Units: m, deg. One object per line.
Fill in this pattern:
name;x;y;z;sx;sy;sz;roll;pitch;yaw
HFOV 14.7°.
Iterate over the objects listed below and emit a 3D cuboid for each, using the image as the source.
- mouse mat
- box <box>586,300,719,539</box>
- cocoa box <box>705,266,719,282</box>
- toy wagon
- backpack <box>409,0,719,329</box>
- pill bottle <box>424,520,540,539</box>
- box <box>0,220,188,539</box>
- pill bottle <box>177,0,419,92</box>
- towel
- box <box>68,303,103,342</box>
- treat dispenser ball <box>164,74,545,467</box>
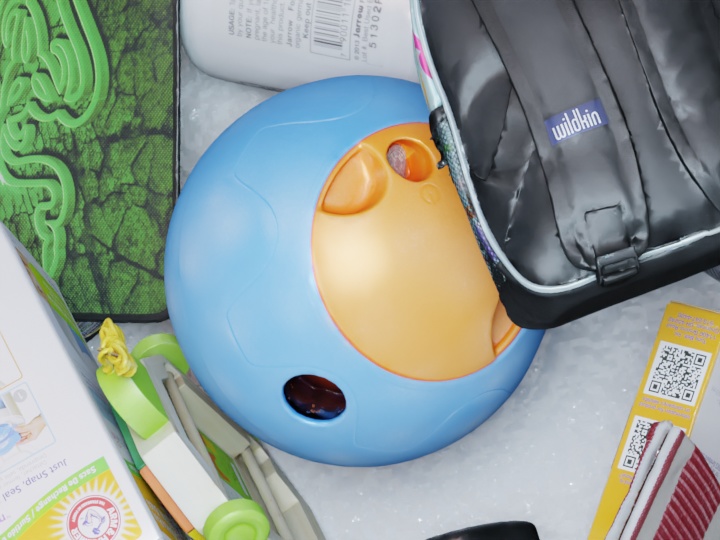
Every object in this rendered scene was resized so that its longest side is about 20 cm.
mouse mat;-0.170;-0.072;1.511;0.161;0.008;0.200;1;91;22
box;0.158;0.127;1.394;0.041;0.119;0.200;17;81;32
cocoa box;0.166;-0.092;1.440;0.200;0.133;0.131;33;86;19
toy wagon;-0.080;0.096;1.424;0.040;0.200;0.155;-40;39;7
backpack;0.114;-0.089;1.299;0.177;0.151;0.200;-21;81;-2
pill bottle;0.074;0.233;1.398;0.112;0.112;0.200;-18;73;10
box;-0.173;0.093;1.424;0.101;0.113;0.200;-30;68;0
pill bottle;-0.041;-0.155;1.520;0.200;0.114;0.115;12;80;17
towel;0.146;0.178;1.334;0.023;0.200;0.144;12;63;31
box;-0.249;-0.008;1.577;0.160;0.044;0.200;-40;70;4
treat dispenser ball;0.000;0.000;1.426;0.201;0.201;0.201;-3;76;14
